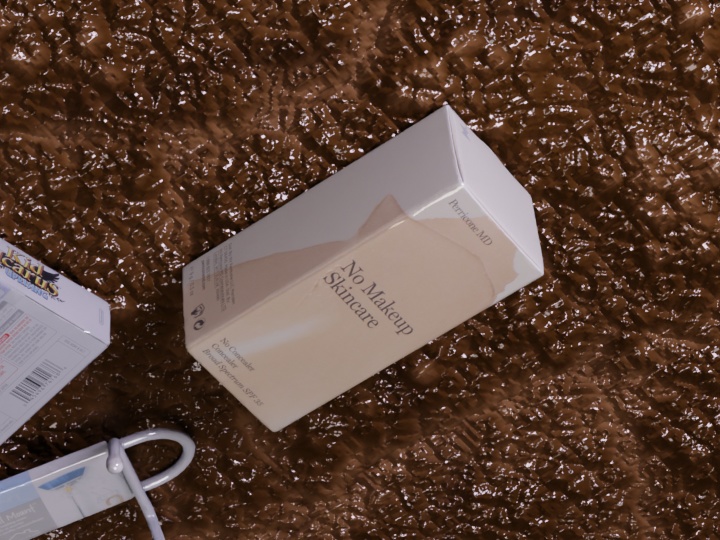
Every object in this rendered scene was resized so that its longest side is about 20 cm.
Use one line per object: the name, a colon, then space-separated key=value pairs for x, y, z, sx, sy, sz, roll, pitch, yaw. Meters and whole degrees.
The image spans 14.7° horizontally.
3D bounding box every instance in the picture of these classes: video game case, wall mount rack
video game case: x=-0.282 y=0.047 z=1.672 sx=0.181 sy=0.046 sz=0.200 roll=32 pitch=120 yaw=-30
wall mount rack: x=-0.194 y=0.153 z=1.719 sx=0.199 sy=0.075 sz=0.174 roll=-22 pitch=147 yaw=-2

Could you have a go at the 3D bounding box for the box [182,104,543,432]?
box: x=0.000 y=0.000 z=1.641 sx=0.200 sy=0.078 sz=0.095 roll=-32 pitch=125 yaw=20
